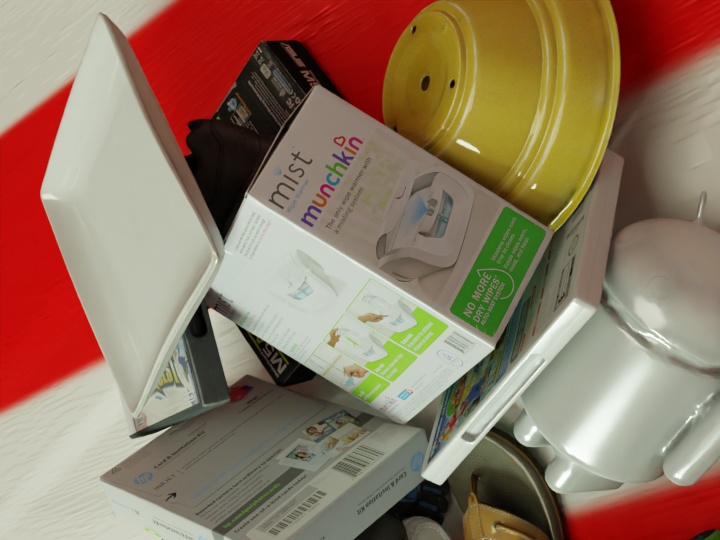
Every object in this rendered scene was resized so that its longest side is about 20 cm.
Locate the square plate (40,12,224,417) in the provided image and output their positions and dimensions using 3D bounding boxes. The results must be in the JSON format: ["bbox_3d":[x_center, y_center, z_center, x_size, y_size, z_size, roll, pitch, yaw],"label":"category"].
[{"bbox_3d":[-0.153,-0.034,0.944,0.201,0.028,0.198,63,145,24],"label":"square plate"}]

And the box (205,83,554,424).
[{"bbox_3d":[0.000,0.000,0.925,0.176,0.097,0.200,31,156,-2],"label":"box"}]

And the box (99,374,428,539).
[{"bbox_3d":[-0.071,0.148,1.027,0.200,0.156,0.041,13,127,44],"label":"box"}]

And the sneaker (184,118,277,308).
[{"bbox_3d":[-0.132,-0.036,1.074,0.200,0.090,0.076,-58,23,27],"label":"sneaker"}]

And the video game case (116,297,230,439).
[{"bbox_3d":[-0.157,0.023,1.033,0.200,0.025,0.182,-29,74,64],"label":"video game case"}]

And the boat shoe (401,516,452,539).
[{"bbox_3d":[0.062,0.248,0.962,0.201,0.072,0.069,-94,27,-43],"label":"boat shoe"}]

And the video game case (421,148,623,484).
[{"bbox_3d":[0.103,0.032,0.905,0.018,0.144,0.200,27,134,-8],"label":"video game case"}]

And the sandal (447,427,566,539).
[{"bbox_3d":[0.104,0.202,0.995,0.082,0.054,0.201,-23,81,41],"label":"sandal"}]

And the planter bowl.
[{"bbox_3d":[0.071,-0.114,0.911,0.200,0.083,0.201,-21,65,57],"label":"planter bowl"}]

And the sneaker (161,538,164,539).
[{"bbox_3d":[-0.116,0.200,1.078,0.079,0.079,0.200,-58,33,17],"label":"sneaker"}]

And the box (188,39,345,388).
[{"bbox_3d":[-0.057,-0.044,1.108,0.200,0.047,0.193,53,129,21],"label":"box"}]

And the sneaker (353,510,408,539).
[{"bbox_3d":[-0.044,0.232,0.961,0.074,0.200,0.089,8,144,50],"label":"sneaker"}]

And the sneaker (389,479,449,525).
[{"bbox_3d":[-0.005,0.207,1.088,0.200,0.075,0.087,-59,30,18],"label":"sneaker"}]

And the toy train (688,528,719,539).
[{"bbox_3d":[0.172,0.236,0.929,0.200,0.042,0.057,-41,74,28],"label":"toy train"}]

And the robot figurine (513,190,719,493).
[{"bbox_3d":[0.173,0.050,0.870,0.170,0.113,0.200,54,128,35],"label":"robot figurine"}]
